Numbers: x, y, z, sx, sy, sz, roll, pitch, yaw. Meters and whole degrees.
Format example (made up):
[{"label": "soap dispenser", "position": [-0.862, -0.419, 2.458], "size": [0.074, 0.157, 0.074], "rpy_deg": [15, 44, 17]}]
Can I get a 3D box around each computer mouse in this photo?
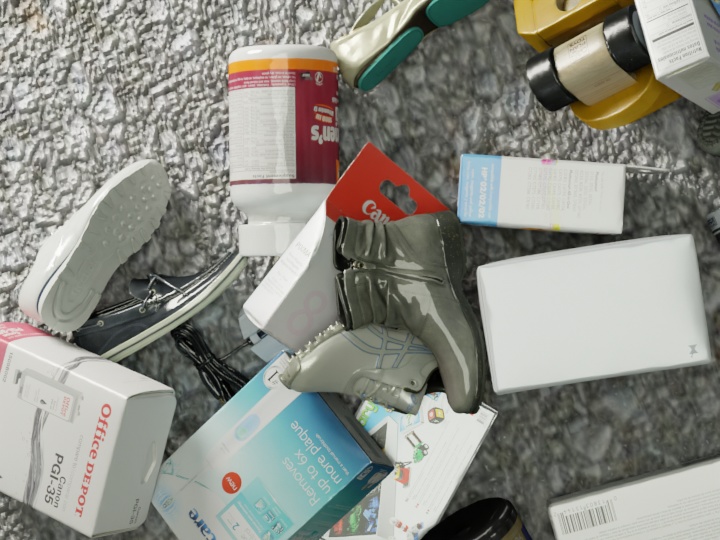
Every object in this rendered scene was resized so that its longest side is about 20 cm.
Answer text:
[{"label": "computer mouse", "position": [-0.084, 0.050, 1.733], "size": [0.199, 0.044, 0.110], "rpy_deg": [-36, 87, 3]}]

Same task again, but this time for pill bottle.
[{"label": "pill bottle", "position": [0.144, 0.332, 1.681], "size": [0.111, 0.112, 0.201], "rpy_deg": [-30, 99, 3]}, {"label": "pill bottle", "position": [-0.075, -0.115, 1.699], "size": [0.108, 0.110, 0.202], "rpy_deg": [-1, 90, 3]}]

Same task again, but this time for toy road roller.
[{"label": "toy road roller", "position": [0.238, -0.229, 1.681], "size": [0.122, 0.146, 0.202], "rpy_deg": [-25, 54, 30]}]

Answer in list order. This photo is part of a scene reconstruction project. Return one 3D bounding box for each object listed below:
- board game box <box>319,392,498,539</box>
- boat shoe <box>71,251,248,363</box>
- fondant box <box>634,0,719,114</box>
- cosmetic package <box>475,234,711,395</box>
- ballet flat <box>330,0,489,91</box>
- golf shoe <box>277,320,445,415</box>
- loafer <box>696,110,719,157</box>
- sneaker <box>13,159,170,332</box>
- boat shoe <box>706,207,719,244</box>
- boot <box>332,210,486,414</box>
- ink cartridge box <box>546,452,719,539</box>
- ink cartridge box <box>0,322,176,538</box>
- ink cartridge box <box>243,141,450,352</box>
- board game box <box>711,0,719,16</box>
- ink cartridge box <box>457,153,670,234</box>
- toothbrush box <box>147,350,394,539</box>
[{"label": "board game box", "position": [0.037, 0.197, 1.731], "size": [0.125, 0.035, 0.201], "rpy_deg": [29, 92, 4]}, {"label": "boat shoe", "position": [-0.203, 0.031, 1.727], "size": [0.199, 0.075, 0.063], "rpy_deg": [-30, 95, 8]}, {"label": "fondant box", "position": [0.304, -0.262, 1.631], "size": [0.058, 0.144, 0.202], "rpy_deg": [-20, 71, 28]}, {"label": "cosmetic package", "position": [0.213, 0.040, 1.638], "size": [0.197, 0.200, 0.124], "rpy_deg": [-8, 90, 3]}, {"label": "ballet flat", "position": [0.055, -0.260, 1.718], "size": [0.199, 0.069, 0.070], "rpy_deg": [-36, 88, 4]}, {"label": "golf shoe", "position": [0.021, 0.096, 1.645], "size": [0.198, 0.079, 0.098], "rpy_deg": [-12, 59, -33]}, {"label": "loafer", "position": [0.405, -0.189, 1.699], "size": [0.069, 0.075, 0.201], "rpy_deg": [33, 91, -29]}, {"label": "sneaker", "position": [-0.271, -0.035, 1.732], "size": [0.200, 0.080, 0.076], "rpy_deg": [-51, 129, -13]}, {"label": "boat shoe", "position": [0.439, -0.071, 1.686], "size": [0.198, 0.074, 0.069], "rpy_deg": [-28, 84, 3]}, {"label": "boot", "position": [0.039, 0.044, 1.618], "size": [0.129, 0.068, 0.202], "rpy_deg": [-8, 83, -20]}, {"label": "ink cartridge box", "position": [0.301, 0.289, 1.711], "size": [0.198, 0.045, 0.178], "rpy_deg": [-15, 89, 4]}, {"label": "ink cartridge box", "position": [-0.293, 0.152, 1.683], "size": [0.199, 0.083, 0.148], "rpy_deg": [20, 100, 28]}, {"label": "ink cartridge box", "position": [0.000, 0.000, 1.676], "size": [0.200, 0.162, 0.057], "rpy_deg": [-49, 47, 4]}, {"label": "board game box", "position": [0.337, -0.307, 1.621], "size": [0.036, 0.152, 0.201], "rpy_deg": [-22, 118, 28]}, {"label": "ink cartridge box", "position": [0.194, -0.071, 1.680], "size": [0.198, 0.115, 0.069], "rpy_deg": [4, 91, 4]}, {"label": "toothbrush box", "position": [-0.091, 0.202, 1.691], "size": [0.200, 0.085, 0.147], "rpy_deg": [-42, 70, 7]}]
